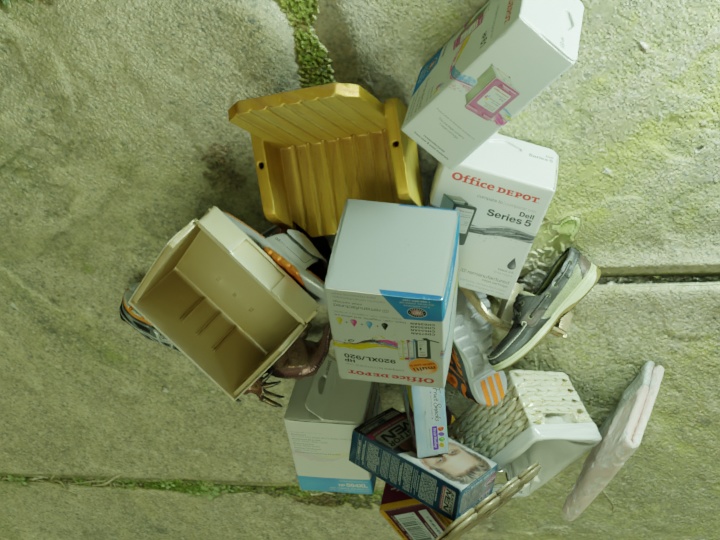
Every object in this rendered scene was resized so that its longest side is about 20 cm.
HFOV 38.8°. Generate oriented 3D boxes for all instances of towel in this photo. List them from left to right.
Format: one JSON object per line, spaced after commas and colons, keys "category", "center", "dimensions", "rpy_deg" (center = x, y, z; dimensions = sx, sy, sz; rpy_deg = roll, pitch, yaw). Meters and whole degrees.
{"category": "towel", "center": [0.371, 0.250, 1.503], "dimensions": [0.032, 0.191, 0.200], "rpy_deg": [30, 133, 8]}

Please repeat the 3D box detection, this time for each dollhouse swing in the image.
{"category": "dollhouse swing", "center": [-0.046, -0.128, 1.260], "dimensions": [0.200, 0.176, 0.182], "rpy_deg": [-6, 97, 19]}

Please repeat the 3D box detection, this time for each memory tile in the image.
{"category": "memory tile", "center": [0.171, 0.349, 1.468], "dimensions": [0.017, 0.200, 0.153], "rpy_deg": [51, 138, 17]}

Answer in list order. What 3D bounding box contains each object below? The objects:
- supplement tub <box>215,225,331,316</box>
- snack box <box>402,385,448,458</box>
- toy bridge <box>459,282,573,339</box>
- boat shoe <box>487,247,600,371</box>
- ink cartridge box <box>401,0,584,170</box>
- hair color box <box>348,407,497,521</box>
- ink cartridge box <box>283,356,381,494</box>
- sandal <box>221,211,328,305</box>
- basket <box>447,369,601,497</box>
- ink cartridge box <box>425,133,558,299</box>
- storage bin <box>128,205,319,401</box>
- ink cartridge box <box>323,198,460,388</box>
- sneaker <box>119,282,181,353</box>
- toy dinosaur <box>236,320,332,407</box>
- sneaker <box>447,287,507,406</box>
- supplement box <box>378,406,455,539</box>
{"category": "supplement tub", "center": [-0.142, 0.007, 1.467], "dimensions": [0.200, 0.107, 0.107], "rpy_deg": [-28, 120, 32]}
{"category": "snack box", "center": [0.088, 0.148, 1.482], "dimensions": [0.053, 0.142, 0.200], "rpy_deg": [-7, 117, -2]}
{"category": "toy bridge", "center": [0.209, 0.050, 1.443], "dimensions": [0.200, 0.067, 0.027], "rpy_deg": [28, 158, -11]}
{"category": "boat shoe", "center": [0.239, 0.052, 1.396], "dimensions": [0.065, 0.073, 0.200], "rpy_deg": [45, 84, -4]}
{"category": "ink cartridge box", "center": [0.149, -0.232, 1.154], "dimensions": [0.085, 0.145, 0.200], "rpy_deg": [37, 129, -17]}
{"category": "hair color box", "center": [0.091, 0.283, 1.511], "dimensions": [0.200, 0.100, 0.061], "rpy_deg": [24, 120, 32]}
{"category": "ink cartridge box", "center": [-0.039, 0.244, 1.638], "dimensions": [0.125, 0.129, 0.200], "rpy_deg": [2, 132, 12]}
{"category": "sandal", "center": [-0.100, -0.032, 1.336], "dimensions": [0.207, 0.059, 0.079], "rpy_deg": [36, 165, 16]}
{"category": "basket", "center": [0.241, 0.249, 1.553], "dimensions": [0.135, 0.124, 0.200], "rpy_deg": [6, 141, -32]}
{"category": "ink cartridge box", "center": [0.157, -0.074, 1.334], "dimensions": [0.145, 0.084, 0.200], "rpy_deg": [15, 133, 0]}
{"category": "storage bin", "center": [-0.180, 0.044, 1.353], "dimensions": [0.200, 0.094, 0.199], "rpy_deg": [44, 143, -2]}
{"category": "ink cartridge box", "center": [0.045, 0.033, 1.295], "dimensions": [0.147, 0.145, 0.200], "rpy_deg": [6, 143, 10]}
{"category": "sneaker", "center": [-0.290, 0.091, 1.609], "dimensions": [0.200, 0.078, 0.077], "rpy_deg": [36, 143, -14]}
{"category": "toy dinosaur", "center": [-0.107, 0.141, 1.558], "dimensions": [0.200, 0.136, 0.086], "rpy_deg": [-22, 123, 29]}
{"category": "sneaker", "center": [0.142, 0.102, 1.500], "dimensions": [0.112, 0.077, 0.200], "rpy_deg": [6, 111, 62]}
{"category": "supplement box", "center": [0.108, 0.327, 1.626], "dimensions": [0.086, 0.200, 0.110], "rpy_deg": [-17, 125, 28]}
